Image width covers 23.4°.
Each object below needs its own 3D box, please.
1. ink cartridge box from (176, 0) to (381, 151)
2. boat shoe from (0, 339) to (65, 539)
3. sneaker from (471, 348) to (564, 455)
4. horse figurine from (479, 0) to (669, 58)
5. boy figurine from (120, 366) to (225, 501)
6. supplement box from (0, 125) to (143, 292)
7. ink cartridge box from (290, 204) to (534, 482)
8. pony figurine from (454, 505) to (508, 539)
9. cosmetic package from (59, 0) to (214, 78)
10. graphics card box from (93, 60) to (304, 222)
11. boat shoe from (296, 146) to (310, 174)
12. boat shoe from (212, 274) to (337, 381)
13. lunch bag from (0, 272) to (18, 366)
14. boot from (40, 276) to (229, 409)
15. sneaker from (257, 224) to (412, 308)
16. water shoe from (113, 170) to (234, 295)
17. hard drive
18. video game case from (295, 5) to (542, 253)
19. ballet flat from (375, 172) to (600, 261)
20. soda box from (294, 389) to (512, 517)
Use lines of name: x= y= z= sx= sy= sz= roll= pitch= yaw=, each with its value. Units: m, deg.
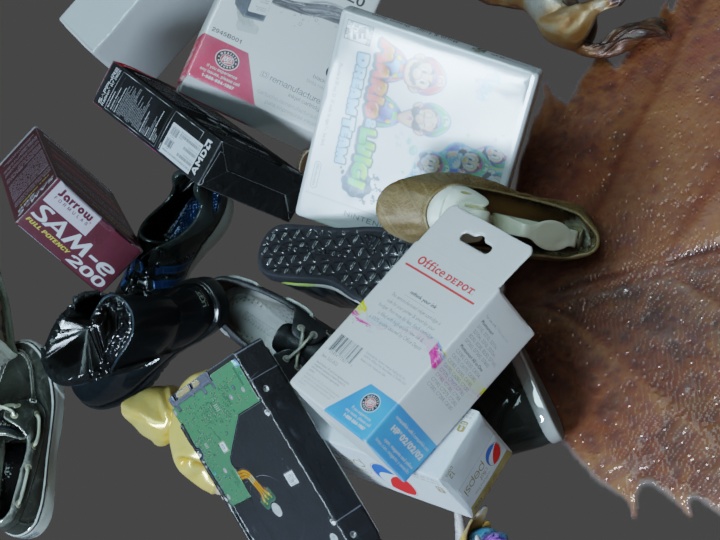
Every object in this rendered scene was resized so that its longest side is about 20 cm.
ink cartridge box: x=-0.068 y=-0.236 z=1.650 sx=0.145 sy=0.085 sz=0.200 roll=24 pitch=78 yaw=-8
boat shoe: x=-0.328 y=0.154 z=1.666 sx=0.071 sy=0.064 sz=0.200 roll=-16 pitch=63 yaw=20
sneaker: x=0.089 y=0.074 z=1.485 sx=0.099 sy=0.071 sz=0.200 roll=-27 pitch=70 yaw=10
horse figurine: x=0.188 y=-0.257 z=1.587 sx=0.133 sy=0.050 sz=0.200 roll=-48 pitch=63 yaw=16
boy figurine: x=-0.128 y=0.146 z=1.572 sx=0.200 sy=0.064 sz=0.125 roll=3 pitch=93 yaw=30
supplement box: x=-0.279 y=-0.061 z=1.652 sx=0.061 sy=0.109 sz=0.200 roll=-47 pitch=24 yaw=2
ink cartridge box: x=0.054 y=0.055 z=1.385 sx=0.200 sy=0.068 sz=0.115 roll=-48 pitch=40 yaw=-8
pony figurine: x=0.071 y=0.309 z=1.376 sx=0.200 sy=0.166 sz=0.193 roll=-49 pitch=49 yaw=19
cosmetic package: x=-0.199 y=-0.289 z=1.764 sx=0.200 sy=0.102 sz=0.074 roll=-47 pitch=57 yaw=1
graphics card box: x=-0.150 y=-0.122 z=1.636 sx=0.200 sy=0.125 sz=0.051 roll=36 pitch=99 yaw=42
boat shoe: x=0.027 y=-0.102 z=1.593 sx=0.200 sy=0.072 sz=0.076 roll=-1 pitch=69 yaw=26
boat shoe: x=-0.063 y=0.063 z=1.577 sx=0.200 sy=0.060 sz=0.074 roll=35 pitch=88 yaw=32
lunch bag: x=-0.444 y=0.037 z=1.735 sx=0.164 sy=0.118 sz=0.200 roll=-33 pitch=46 yaw=12
boot: x=-0.232 y=0.071 z=1.554 sx=0.200 sy=0.168 sz=0.077 roll=-33 pitch=79 yaw=29
sneaker: x=0.000 y=0.000 z=1.557 sx=0.200 sy=0.083 sz=0.072 roll=16 pitch=79 yaw=35
water shoe: x=-0.200 y=-0.009 z=1.661 sx=0.071 sy=0.079 sz=0.200 roll=26 pitch=83 yaw=32
hard drive: x=-0.074 y=0.168 z=1.465 sx=0.200 sy=0.038 sz=0.140 roll=58 pitch=142 yaw=2
video game case: x=0.048 y=-0.111 z=1.521 sx=0.182 sy=0.024 sz=0.200 roll=20 pitch=116 yaw=12
ballet flat: x=0.115 y=-0.040 z=1.464 sx=0.072 sy=0.200 sz=0.068 roll=-149 pitch=72 yaw=-71
soda box: x=0.024 y=0.137 z=1.436 sx=0.200 sy=0.064 sz=0.068 roll=13 pitch=62 yaw=45
